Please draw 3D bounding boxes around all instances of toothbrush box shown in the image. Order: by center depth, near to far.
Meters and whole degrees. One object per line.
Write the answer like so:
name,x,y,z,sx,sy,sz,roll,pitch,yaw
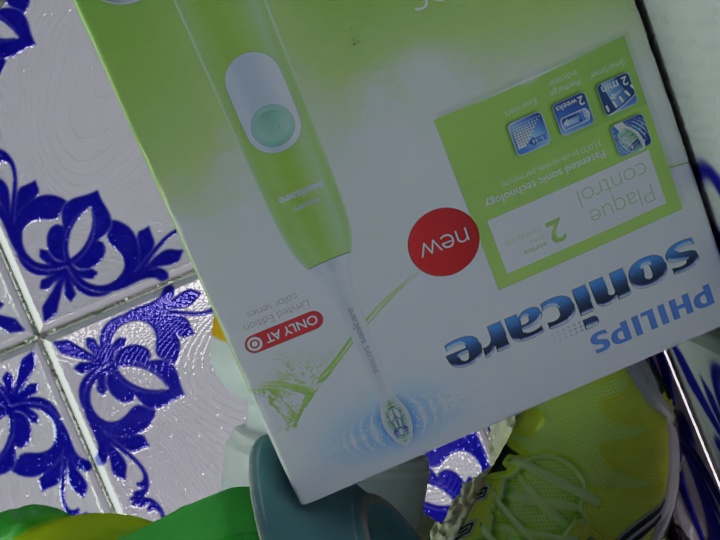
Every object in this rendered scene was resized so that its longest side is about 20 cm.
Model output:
toothbrush box,0.007,-0.056,0.631,0.086,0.145,0.200,-116,4,-64

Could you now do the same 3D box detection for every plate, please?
plate,0.024,0.135,0.675,0.200,0.026,0.200,59,-172,-13

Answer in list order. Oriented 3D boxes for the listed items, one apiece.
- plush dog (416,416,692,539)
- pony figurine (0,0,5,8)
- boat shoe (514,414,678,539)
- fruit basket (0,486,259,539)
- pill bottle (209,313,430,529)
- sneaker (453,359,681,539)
plush dog,0.100,0.147,1.009,0.200,0.160,0.172,67,156,4
pony figurine,-0.117,-0.145,0.717,0.200,0.167,0.193,19,-150,-44
boat shoe,0.092,0.045,0.920,0.076,0.060,0.200,1,-106,-70
fruit basket,-0.078,0.160,0.885,0.216,0.155,0.216,64,-177,-7
pill bottle,0.000,0.000,0.868,0.113,0.113,0.200,-122,41,-86
sneaker,0.068,0.121,0.850,0.075,0.200,0.076,24,-166,21
